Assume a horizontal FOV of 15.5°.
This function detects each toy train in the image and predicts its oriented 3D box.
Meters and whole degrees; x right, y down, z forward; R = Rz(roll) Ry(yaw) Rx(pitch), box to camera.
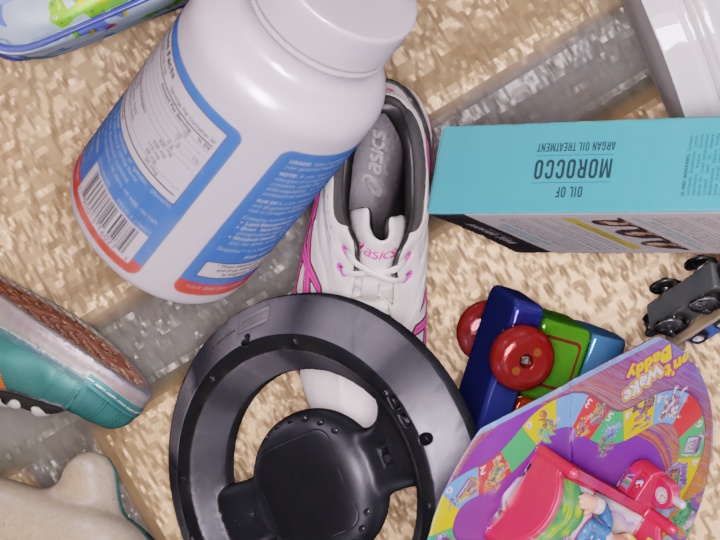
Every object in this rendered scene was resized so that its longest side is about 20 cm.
[{"bbox_3d":[0.218,-0.010,1.352,0.046,0.200,0.034,16,56,-33],"label":"toy train"},{"bbox_3d":[0.091,0.119,1.397,0.115,0.085,0.201,15,96,-14],"label":"toy train"}]

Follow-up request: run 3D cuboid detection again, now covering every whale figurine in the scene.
[{"bbox_3d":[-0.178,0.162,1.407,0.200,0.104,0.159,39,94,26],"label":"whale figurine"}]

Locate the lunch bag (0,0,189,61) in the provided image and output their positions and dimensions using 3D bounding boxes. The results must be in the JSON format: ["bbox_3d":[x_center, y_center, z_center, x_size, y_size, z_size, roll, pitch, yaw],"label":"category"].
[{"bbox_3d":[-0.166,-0.219,1.396,0.160,0.082,0.201,-23,90,2],"label":"lunch bag"}]

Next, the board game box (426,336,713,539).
[{"bbox_3d":[0.119,0.128,1.337,0.199,0.039,0.159,-25,128,-31],"label":"board game box"}]

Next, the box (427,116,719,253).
[{"bbox_3d":[0.137,-0.042,1.329,0.199,0.082,0.049,1,76,41],"label":"box"}]

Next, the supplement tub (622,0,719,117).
[{"bbox_3d":[0.237,-0.153,1.346,0.199,0.144,0.145,-22,90,3],"label":"supplement tub"}]

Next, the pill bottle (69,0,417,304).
[{"bbox_3d":[-0.056,-0.083,1.333,0.112,0.112,0.200,43,129,2],"label":"pill bottle"}]

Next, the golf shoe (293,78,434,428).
[{"bbox_3d":[0.000,0.000,1.387,0.072,0.092,0.201,2,92,1],"label":"golf shoe"}]

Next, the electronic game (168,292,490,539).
[{"bbox_3d":[-0.019,0.111,1.375,0.199,0.042,0.201,7,102,33],"label":"electronic game"}]

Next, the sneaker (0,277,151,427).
[{"bbox_3d":[-0.209,0.043,1.404,0.199,0.071,0.080,28,96,7],"label":"sneaker"}]
